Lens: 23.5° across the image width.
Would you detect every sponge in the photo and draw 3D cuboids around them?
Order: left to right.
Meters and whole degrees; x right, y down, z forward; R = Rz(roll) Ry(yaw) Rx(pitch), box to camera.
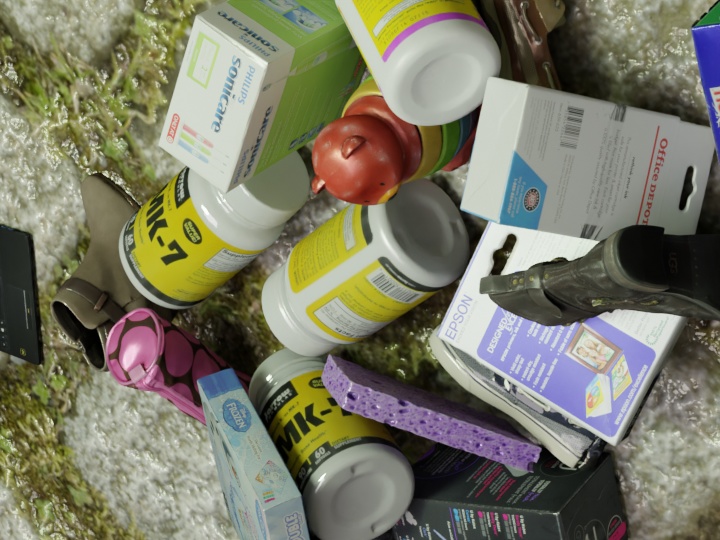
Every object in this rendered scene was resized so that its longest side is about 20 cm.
[{"bbox_3d":[0.065,0.137,1.652,0.199,0.112,0.030,20,95,-14],"label":"sponge"}]

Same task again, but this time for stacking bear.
[{"bbox_3d":[0.032,-0.121,1.528,0.114,0.200,0.121,52,132,0],"label":"stacking bear"}]

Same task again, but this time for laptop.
[{"bbox_3d":[-0.488,0.029,2.041,0.199,0.103,0.178,17,123,27],"label":"laptop"}]

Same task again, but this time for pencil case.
[{"bbox_3d":[-0.181,0.119,1.820,0.091,0.094,0.200,-21,143,28],"label":"pencil case"}]

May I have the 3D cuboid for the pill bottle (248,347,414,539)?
[{"bbox_3d":[-0.035,0.166,1.702,0.200,0.114,0.115,-127,35,-52],"label":"pill bottle"}]

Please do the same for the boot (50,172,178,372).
[{"bbox_3d":[-0.277,0.007,1.850,0.070,0.146,0.200,-33,92,43],"label":"boot"}]

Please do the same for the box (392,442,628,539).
[{"bbox_3d":[0.143,0.243,1.698,0.199,0.122,0.106,1,114,36],"label":"box"}]

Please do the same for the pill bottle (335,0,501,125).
[{"bbox_3d":[0.039,-0.223,1.484,0.104,0.104,0.200,-65,36,38],"label":"pill bottle"}]

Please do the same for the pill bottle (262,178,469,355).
[{"bbox_3d":[0.000,0.000,1.664,0.200,0.114,0.114,-34,92,42],"label":"pill bottle"}]

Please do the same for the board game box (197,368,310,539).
[{"bbox_3d":[-0.095,0.232,1.694,0.199,0.043,0.201,-123,19,-48],"label":"board game box"}]

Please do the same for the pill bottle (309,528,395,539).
[{"bbox_3d":[-0.028,0.257,1.781,0.200,0.106,0.106,59,141,40],"label":"pill bottle"}]

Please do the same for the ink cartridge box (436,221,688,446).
[{"bbox_3d":[0.194,0.022,1.561,0.200,0.043,0.199,31,110,18],"label":"ink cartridge box"}]

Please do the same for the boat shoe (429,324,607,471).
[{"bbox_3d":[0.166,0.093,1.645,0.200,0.075,0.093,37,120,7],"label":"boat shoe"}]

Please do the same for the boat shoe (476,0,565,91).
[{"bbox_3d":[0.139,-0.218,1.495,0.074,0.076,0.201,-8,102,4],"label":"boat shoe"}]

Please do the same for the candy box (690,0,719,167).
[{"bbox_3d":[0.377,-0.136,1.359,0.199,0.077,0.170,-3,113,35],"label":"candy box"}]

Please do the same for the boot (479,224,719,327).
[{"bbox_3d":[0.223,0.016,1.471,0.174,0.199,0.070,-23,55,53],"label":"boot"}]

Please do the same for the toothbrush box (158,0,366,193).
[{"bbox_3d":[-0.077,-0.181,1.573,0.086,0.200,0.146,34,130,15],"label":"toothbrush box"}]

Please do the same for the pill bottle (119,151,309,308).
[{"bbox_3d":[-0.146,-0.053,1.738,0.114,0.114,0.200,52,131,0],"label":"pill bottle"}]

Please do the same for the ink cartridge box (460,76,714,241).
[{"bbox_3d":[0.193,-0.085,1.456,0.067,0.199,0.116,22,102,61],"label":"ink cartridge box"}]
